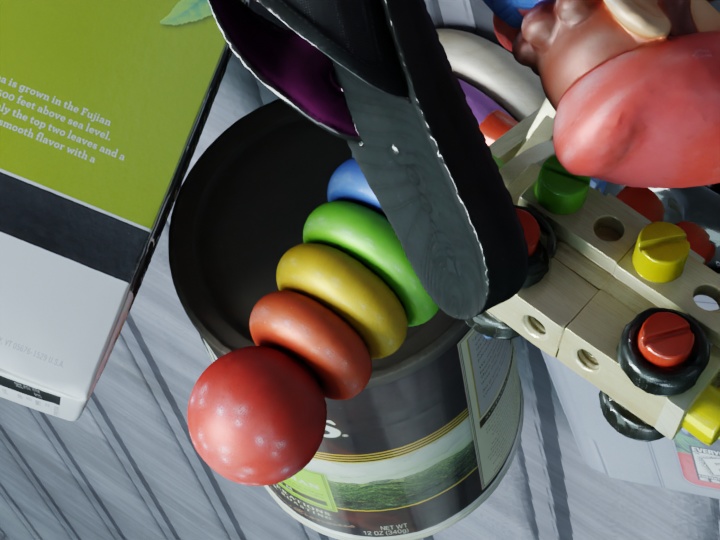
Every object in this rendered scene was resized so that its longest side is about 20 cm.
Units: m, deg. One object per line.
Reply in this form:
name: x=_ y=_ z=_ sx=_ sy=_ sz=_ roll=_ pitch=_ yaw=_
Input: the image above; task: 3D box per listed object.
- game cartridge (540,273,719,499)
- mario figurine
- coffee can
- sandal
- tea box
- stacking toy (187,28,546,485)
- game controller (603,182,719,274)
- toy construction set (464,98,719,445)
game cartridge: x=0.169 y=0.052 z=0.822 sx=0.200 sy=0.041 sz=0.133 roll=8 pitch=146 yaw=24
mario figurine: x=0.069 y=-0.113 z=0.683 sx=0.200 sy=0.106 sz=0.123 roll=46 pitch=-161 yaw=8
coffee can: x=0.001 y=0.027 z=0.989 sx=0.146 sy=0.146 sz=0.200 roll=31 pitch=161 yaw=21
sandal: x=-0.011 y=-0.074 z=0.674 sx=0.200 sy=0.048 sz=0.075 roll=63 pitch=158 yaw=10
tea box: x=-0.141 y=-0.052 z=0.883 sx=0.134 sy=0.197 sz=0.200 roll=23 pitch=170 yaw=-6
stacking toy: x=0.000 y=0.000 z=0.838 sx=0.085 sy=0.200 sz=0.085 roll=34 pitch=161 yaw=13
game controller: x=0.144 y=0.015 z=0.880 sx=0.104 sy=0.042 sz=0.200 roll=43 pitch=167 yaw=36
toy construction set: x=0.109 y=-0.007 z=0.732 sx=0.200 sy=0.131 sz=0.092 roll=28 pitch=148 yaw=30
